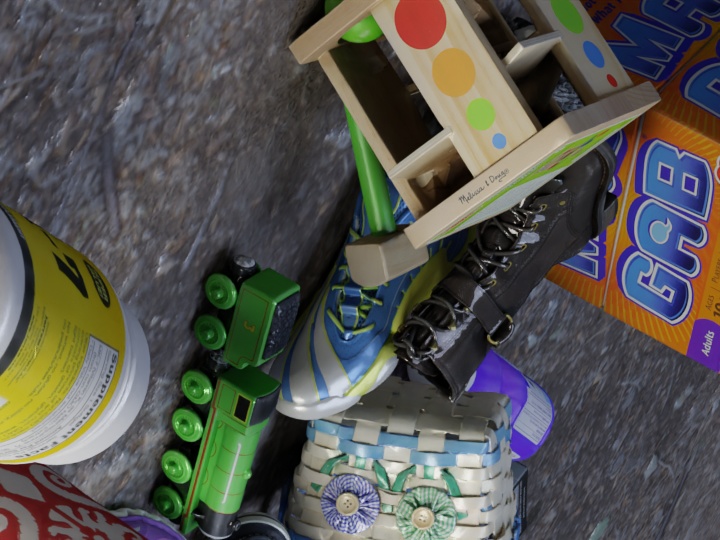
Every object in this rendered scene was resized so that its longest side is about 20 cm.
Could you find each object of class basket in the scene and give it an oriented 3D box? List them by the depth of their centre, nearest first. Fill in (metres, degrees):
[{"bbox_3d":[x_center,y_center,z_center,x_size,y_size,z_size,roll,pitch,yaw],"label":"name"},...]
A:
[{"bbox_3d":[0.023,0.176,1.909,0.139,0.176,0.200,-62,157,-63],"label":"basket"}]

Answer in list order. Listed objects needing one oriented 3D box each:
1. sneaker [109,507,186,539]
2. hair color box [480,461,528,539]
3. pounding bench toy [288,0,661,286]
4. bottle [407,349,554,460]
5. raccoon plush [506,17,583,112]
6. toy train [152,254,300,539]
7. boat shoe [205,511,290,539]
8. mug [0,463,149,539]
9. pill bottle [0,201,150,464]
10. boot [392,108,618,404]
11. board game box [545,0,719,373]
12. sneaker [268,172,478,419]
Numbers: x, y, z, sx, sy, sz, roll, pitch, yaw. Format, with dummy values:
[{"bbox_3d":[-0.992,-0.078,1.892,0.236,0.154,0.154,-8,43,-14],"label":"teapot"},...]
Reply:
[{"bbox_3d":[-0.101,0.212,1.730,0.200,0.088,0.081,38,81,-46],"label":"sneaker"},{"bbox_3d":[0.052,0.235,2.206,0.200,0.061,0.099,-50,157,-25],"label":"hair color box"},{"bbox_3d":[0.036,-0.101,1.641,0.200,0.156,0.124,-36,173,31],"label":"pounding bench toy"},{"bbox_3d":[0.082,0.087,2.055,0.065,0.083,0.200,-59,158,-3],"label":"bottle"},{"bbox_3d":[0.081,-0.078,1.841,0.134,0.097,0.200,-15,131,-52],"label":"raccoon plush"},{"bbox_3d":[-0.080,0.080,1.713,0.042,0.056,0.200,-33,145,-50],"label":"toy train"},{"bbox_3d":[-0.101,0.251,1.847,0.075,0.062,0.200,29,94,-25],"label":"boat shoe"},{"bbox_3d":[-0.157,0.198,1.486,0.177,0.200,0.134,-29,143,-55],"label":"mug"},{"bbox_3d":[-0.178,0.029,1.342,0.114,0.114,0.200,-59,160,-4],"label":"pill bottle"},{"bbox_3d":[0.083,-0.009,1.760,0.174,0.069,0.200,-49,152,-12],"label":"boot"},{"bbox_3d":[0.236,-0.094,2.009,0.200,0.200,0.200,-44,153,-38],"label":"board game box"},{"bbox_3d":[0.000,0.000,1.796,0.200,0.076,0.105,-49,140,-33],"label":"sneaker"}]
